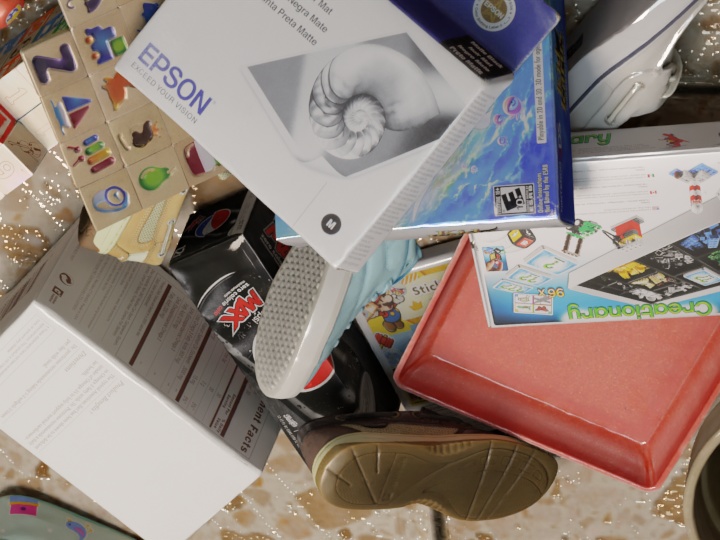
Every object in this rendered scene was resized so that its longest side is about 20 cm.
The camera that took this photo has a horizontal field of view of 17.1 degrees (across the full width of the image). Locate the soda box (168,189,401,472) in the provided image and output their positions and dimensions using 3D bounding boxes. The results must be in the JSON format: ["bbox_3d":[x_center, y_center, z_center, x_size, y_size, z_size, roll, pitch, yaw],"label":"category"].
[{"bbox_3d":[-0.049,0.044,1.653,0.063,0.071,0.200,-23,116,24],"label":"soda box"}]

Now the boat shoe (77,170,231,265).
[{"bbox_3d":[-0.115,-0.087,1.581,0.076,0.072,0.200,21,123,-18],"label":"boat shoe"}]

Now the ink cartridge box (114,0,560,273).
[{"bbox_3d":[-0.016,-0.136,1.432,0.199,0.041,0.200,41,98,17],"label":"ink cartridge box"}]

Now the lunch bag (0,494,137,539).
[{"bbox_3d":[-0.245,0.276,1.868,0.160,0.077,0.200,25,127,-3],"label":"lunch bag"}]

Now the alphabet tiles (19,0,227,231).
[{"bbox_3d":[-0.125,-0.143,1.492,0.167,0.008,0.201,-26,120,-11],"label":"alphabet tiles"}]

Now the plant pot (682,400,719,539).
[{"bbox_3d":[0.312,0.100,1.526,0.199,0.174,0.201,6,127,9],"label":"plant pot"}]

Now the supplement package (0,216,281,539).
[{"bbox_3d":[-0.163,0.080,1.681,0.200,0.117,0.117,40,124,-13],"label":"supplement package"}]

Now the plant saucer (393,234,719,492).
[{"bbox_3d":[0.148,0.033,1.583,0.199,0.037,0.200,22,125,-4],"label":"plant saucer"}]

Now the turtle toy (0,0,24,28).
[{"bbox_3d":[-0.244,-0.205,1.501,0.199,0.146,0.101,-18,139,20],"label":"turtle toy"}]

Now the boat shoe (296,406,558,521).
[{"bbox_3d":[0.047,0.124,1.631,0.199,0.065,0.073,10,119,-37],"label":"boat shoe"}]

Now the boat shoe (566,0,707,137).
[{"bbox_3d":[0.164,-0.125,1.476,0.066,0.072,0.200,32,127,-15],"label":"boat shoe"}]

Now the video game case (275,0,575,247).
[{"bbox_3d":[0.034,-0.121,1.460,0.181,0.045,0.201,-4,85,19],"label":"video game case"}]

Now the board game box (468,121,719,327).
[{"bbox_3d":[0.168,-0.027,1.493,0.199,0.035,0.127,-3,125,14],"label":"board game box"}]

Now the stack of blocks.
[{"bbox_3d":[-0.225,-0.105,1.569,0.200,0.115,0.059,-31,112,31],"label":"stack of blocks"}]

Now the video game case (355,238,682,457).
[{"bbox_3d":[0.110,0.053,1.647,0.199,0.023,0.182,-15,119,25],"label":"video game case"}]

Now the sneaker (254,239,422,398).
[{"bbox_3d":[0.000,0.000,1.571,0.082,0.074,0.201,19,104,-28],"label":"sneaker"}]
